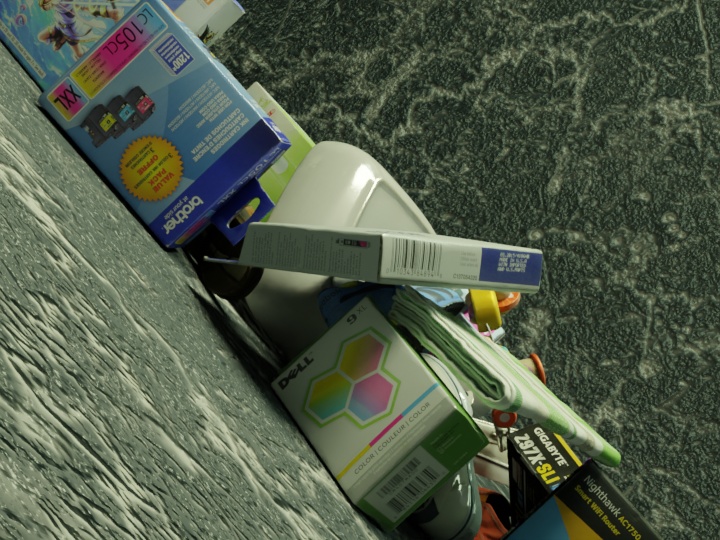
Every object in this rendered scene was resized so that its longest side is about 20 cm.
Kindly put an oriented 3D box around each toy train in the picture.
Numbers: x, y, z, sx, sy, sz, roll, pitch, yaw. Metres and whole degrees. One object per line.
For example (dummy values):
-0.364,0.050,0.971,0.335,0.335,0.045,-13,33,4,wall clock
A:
0.133,0.060,1.553,0.150,0.055,0.202,69,9,-69,toy train

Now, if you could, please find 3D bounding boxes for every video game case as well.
-0.233,-0.243,1.489,0.200,0.181,0.045,48,3,16,video game case

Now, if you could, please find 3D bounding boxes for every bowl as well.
0.000,0.000,1.525,0.074,0.201,0.200,-2,-39,41,bowl

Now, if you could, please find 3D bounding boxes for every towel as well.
0.115,0.091,1.317,0.149,0.031,0.200,45,7,39,towel

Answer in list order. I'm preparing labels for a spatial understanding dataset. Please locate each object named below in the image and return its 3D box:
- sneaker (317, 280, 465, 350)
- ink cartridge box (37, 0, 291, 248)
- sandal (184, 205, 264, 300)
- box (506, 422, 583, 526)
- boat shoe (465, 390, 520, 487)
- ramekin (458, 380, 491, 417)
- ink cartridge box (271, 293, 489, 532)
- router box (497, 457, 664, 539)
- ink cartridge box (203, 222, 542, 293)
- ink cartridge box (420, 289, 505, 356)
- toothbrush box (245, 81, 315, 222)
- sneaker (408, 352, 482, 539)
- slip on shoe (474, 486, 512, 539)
0.028,0.030,1.453,0.078,0.066,0.200,45,22,17,sneaker
-0.152,-0.112,1.395,0.200,0.136,0.076,48,4,1,ink cartridge box
-0.112,-0.034,1.463,0.054,0.082,0.200,29,16,-31,sandal
0.190,0.262,1.504,0.160,0.049,0.201,-124,-158,-51,box
0.084,0.145,1.603,0.199,0.070,0.071,24,2,-6,boat shoe
0.055,0.115,1.932,0.203,0.094,0.202,47,3,-3,ramekin
0.001,0.092,1.273,0.059,0.104,0.200,45,4,-45,ink cartridge box
0.200,0.277,1.354,0.200,0.149,0.051,47,2,4,router box
0.010,-0.013,1.329,0.199,0.044,0.195,9,4,43,ink cartridge box
0.043,0.022,1.692,0.200,0.042,0.119,50,-41,3,ink cartridge box
-0.095,-0.071,1.657,0.086,0.145,0.200,44,5,-43,toothbrush box
0.058,0.142,1.433,0.071,0.073,0.201,44,22,-42,sneaker
0.111,0.230,1.546,0.074,0.061,0.200,43,3,-35,slip on shoe
